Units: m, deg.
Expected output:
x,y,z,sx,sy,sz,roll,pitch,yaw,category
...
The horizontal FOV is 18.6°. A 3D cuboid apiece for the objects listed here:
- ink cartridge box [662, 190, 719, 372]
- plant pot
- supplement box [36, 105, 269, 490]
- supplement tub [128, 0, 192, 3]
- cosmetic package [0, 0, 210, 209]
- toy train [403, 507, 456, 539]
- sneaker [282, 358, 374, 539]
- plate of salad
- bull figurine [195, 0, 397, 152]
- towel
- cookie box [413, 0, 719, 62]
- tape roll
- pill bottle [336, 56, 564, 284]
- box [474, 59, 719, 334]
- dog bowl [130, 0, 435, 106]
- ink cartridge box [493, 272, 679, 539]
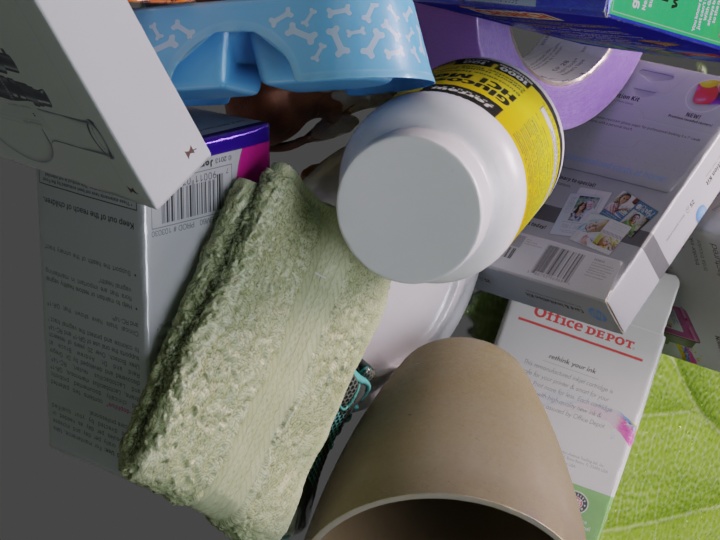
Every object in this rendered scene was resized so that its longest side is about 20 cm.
x,y,z,sx,sy,sz,roll,pitch,yaw,category
0.240,-0.010,1.595,0.085,0.199,0.145,-41,128,-26,ink cartridge box
0.058,0.142,1.400,0.201,0.186,0.188,-82,156,-52,plant pot
-0.119,0.012,1.291,0.101,0.103,0.201,-16,112,-44,supplement box
-0.128,-0.250,1.186,0.122,0.122,0.201,-7,108,-45,supplement tub
-0.179,-0.133,1.147,0.052,0.150,0.201,-48,131,-25,cosmetic package
0.073,0.227,1.546,0.199,0.087,0.114,11,131,-47,toy train
-0.031,0.088,1.393,0.091,0.078,0.201,-18,134,-23,sneaker
0.000,0.000,1.448,0.199,0.048,0.201,-20,124,-34,plate of salad
-0.052,-0.159,1.315,0.065,0.121,0.201,-74,157,-48,bull figurine
-0.056,0.052,1.271,0.148,0.036,0.201,38,73,-47,towel
0.153,-0.183,1.375,0.199,0.171,0.076,6,95,-48,cookie box
0.122,-0.200,1.510,0.199,0.065,0.201,-16,113,-42,tape roll
0.052,-0.058,1.303,0.200,0.112,0.113,-45,139,-70,pill bottle
0.167,-0.060,1.533,0.200,0.155,0.041,-55,136,-20,box
-0.058,-0.124,1.236,0.111,0.199,0.050,-3,89,-75,dog bowl
0.146,0.085,1.576,0.067,0.116,0.201,38,71,-82,ink cartridge box
